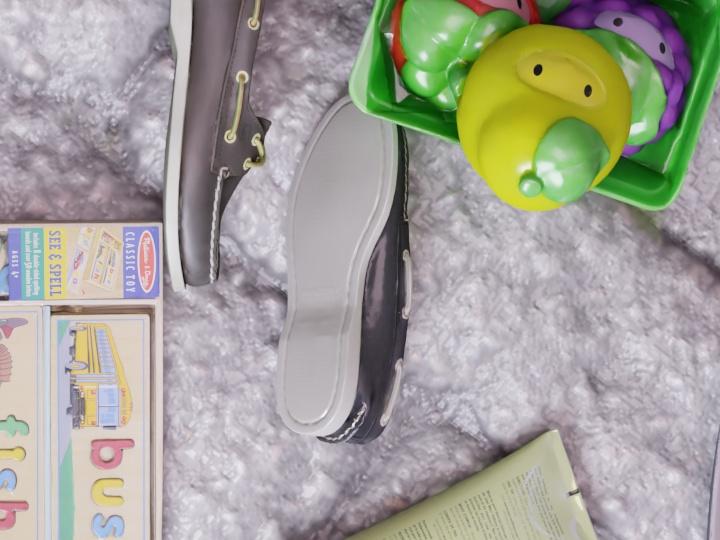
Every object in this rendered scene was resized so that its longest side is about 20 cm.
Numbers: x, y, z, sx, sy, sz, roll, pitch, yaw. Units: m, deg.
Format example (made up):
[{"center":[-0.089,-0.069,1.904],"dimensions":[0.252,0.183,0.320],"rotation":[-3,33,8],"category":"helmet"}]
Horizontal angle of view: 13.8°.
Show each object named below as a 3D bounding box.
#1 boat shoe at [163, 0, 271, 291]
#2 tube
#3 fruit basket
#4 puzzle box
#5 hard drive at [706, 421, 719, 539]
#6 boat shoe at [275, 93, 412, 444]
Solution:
[{"center":[-0.080,-0.088,1.683],"dimensions":[0.060,0.072,0.203],"rotation":[2,93,-4],"category":"boat shoe"},{"center":[0.039,0.166,1.740],"dimensions":[0.199,0.052,0.058],"rotation":[-23,140,-9],"category":"tube"},{"center":[0.101,-0.113,1.642],"dimensions":[0.214,0.216,0.156],"rotation":[18,93,-9],"category":"fruit basket"},{"center":[-0.178,0.071,1.708],"dimensions":[0.132,0.025,0.201],"rotation":[-1,95,-9],"category":"puzzle box"},{"center":[0.268,0.160,1.770],"dimensions":[0.134,0.042,0.201],"rotation":[1,95,-8],"category":"hard drive"},{"center":[0.000,0.000,1.708],"dimensions":[0.060,0.074,0.201],"rotation":[18,73,-49],"category":"boat shoe"}]
